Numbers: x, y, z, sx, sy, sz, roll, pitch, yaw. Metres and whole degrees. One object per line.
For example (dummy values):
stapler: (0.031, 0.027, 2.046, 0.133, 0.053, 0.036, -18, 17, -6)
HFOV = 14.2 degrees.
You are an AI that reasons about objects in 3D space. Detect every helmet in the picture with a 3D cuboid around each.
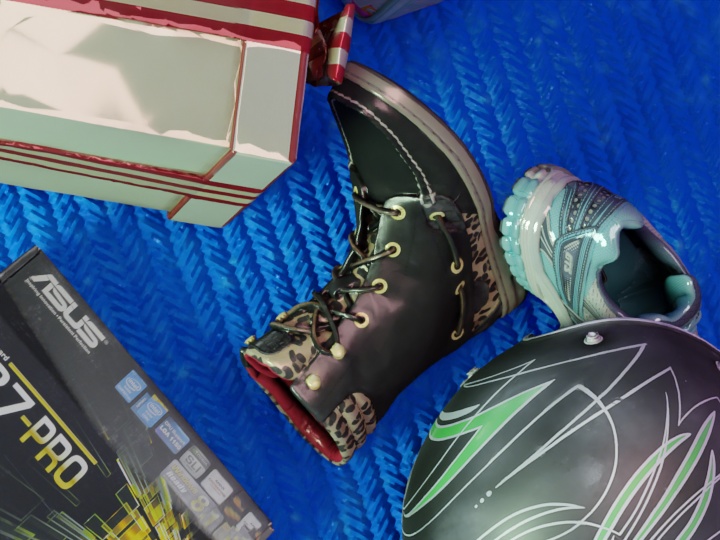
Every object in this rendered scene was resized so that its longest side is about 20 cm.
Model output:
helmet: (0.120, 0.125, 1.515, 0.199, 0.191, 0.201, 2, 85, -19)

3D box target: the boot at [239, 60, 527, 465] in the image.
boot: (0.000, 0.000, 1.528, 0.151, 0.073, 0.200, -46, 140, -14)

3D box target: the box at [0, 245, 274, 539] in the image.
box: (-0.164, 0.113, 1.490, 0.200, 0.049, 0.161, 51, 56, -5)

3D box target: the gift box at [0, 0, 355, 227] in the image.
gift box: (-0.104, -0.140, 1.496, 0.186, 0.184, 0.201, 11, 82, -14)

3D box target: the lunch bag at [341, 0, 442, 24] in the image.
lunch bag: (0.009, -0.243, 1.560, 0.077, 0.160, 0.201, -23, 89, -20)

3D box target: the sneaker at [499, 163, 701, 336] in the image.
sneaker: (0.149, 0.028, 1.567, 0.078, 0.086, 0.200, -55, 133, -18)
